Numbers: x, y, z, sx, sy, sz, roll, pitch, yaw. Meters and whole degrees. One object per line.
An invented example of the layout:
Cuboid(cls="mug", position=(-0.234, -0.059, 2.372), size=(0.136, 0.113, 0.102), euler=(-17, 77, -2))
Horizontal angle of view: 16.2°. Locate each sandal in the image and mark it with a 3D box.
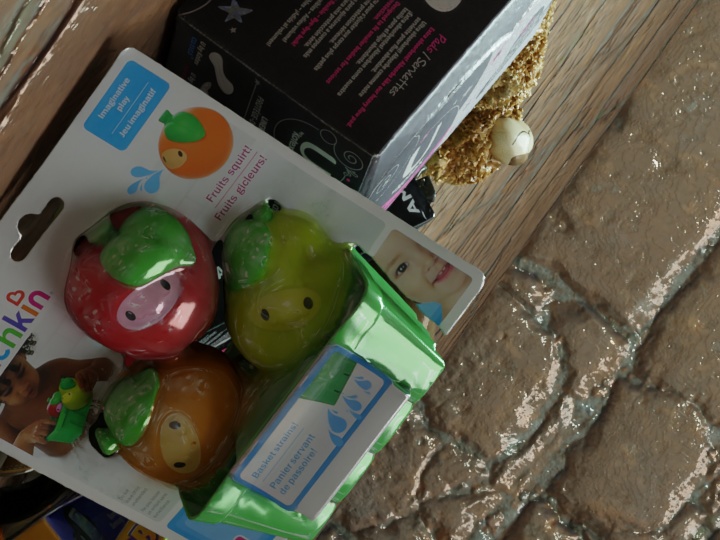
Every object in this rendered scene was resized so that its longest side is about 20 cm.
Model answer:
Cuboid(cls="sandal", position=(-0.174, 0.099, 1.278), size=(0.082, 0.055, 0.200), euler=(-59, 177, 40))

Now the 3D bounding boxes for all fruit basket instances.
Cuboid(cls="fruit basket", position=(-0.072, 0.028, 1.095), size=(0.185, 0.200, 0.094), euler=(-52, -149, 11))

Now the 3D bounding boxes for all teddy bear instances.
Cuboid(cls="teddy bear", position=(0.098, -0.145, 1.637), size=(0.145, 0.067, 0.200), euler=(-161, -92, -86))

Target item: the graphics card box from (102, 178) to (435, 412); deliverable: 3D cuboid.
Cuboid(cls="graphics card box", position=(-0.069, 0.009, 1.261), size=(0.200, 0.051, 0.125), euler=(-26, 174, -43))

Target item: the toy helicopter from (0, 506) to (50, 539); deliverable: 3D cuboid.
Cuboid(cls="toy helicopter", position=(-0.154, 0.157, 1.448), size=(0.200, 0.132, 0.079), euler=(-45, 133, 3))

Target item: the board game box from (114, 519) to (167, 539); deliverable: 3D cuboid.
Cuboid(cls="board game box", position=(-0.097, 0.125, 1.303), size=(0.200, 0.030, 0.096), euler=(-58, 175, -17))

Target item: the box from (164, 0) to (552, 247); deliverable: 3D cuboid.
Cuboid(cls="box", position=(0.007, -0.115, 1.194), size=(0.200, 0.115, 0.132), euler=(-49, 171, -29))

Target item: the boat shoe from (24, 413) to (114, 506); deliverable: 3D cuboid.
Cuboid(cls="boat shoe", position=(-0.114, 0.049, 1.382), size=(0.200, 0.057, 0.067), euler=(-60, 179, 16))

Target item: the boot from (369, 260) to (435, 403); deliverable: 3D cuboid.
Cuboid(cls="boot", position=(0.000, 0.000, 1.398), size=(0.076, 0.074, 0.200), euler=(-70, -155, 15))

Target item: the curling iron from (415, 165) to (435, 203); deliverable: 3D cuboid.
Cuboid(cls="curling iron", position=(-0.022, -0.043, 1.519), size=(0.050, 0.026, 0.200), euler=(-33, 163, 35))

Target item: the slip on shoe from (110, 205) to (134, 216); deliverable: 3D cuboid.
Cuboid(cls="slip on shoe", position=(-0.057, -0.065, 1.274), size=(0.200, 0.061, 0.074), euler=(-31, -173, -40))

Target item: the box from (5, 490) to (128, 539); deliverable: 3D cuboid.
Cuboid(cls="box", position=(-0.191, 0.169, 1.328), size=(0.200, 0.041, 0.119), euler=(-35, -179, 17))
